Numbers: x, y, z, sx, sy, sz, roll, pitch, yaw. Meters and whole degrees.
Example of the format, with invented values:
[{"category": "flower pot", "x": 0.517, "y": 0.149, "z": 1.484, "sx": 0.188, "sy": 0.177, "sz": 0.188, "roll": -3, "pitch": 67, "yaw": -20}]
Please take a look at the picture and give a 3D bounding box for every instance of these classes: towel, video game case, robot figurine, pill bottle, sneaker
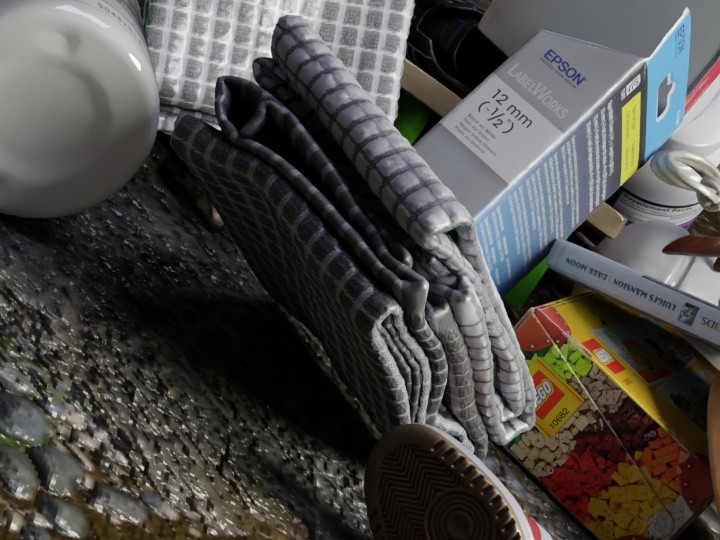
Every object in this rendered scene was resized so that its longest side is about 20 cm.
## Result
[{"category": "towel", "x": -0.049, "y": -0.169, "z": 0.947, "sx": 0.165, "sy": 0.200, "sz": 0.086, "roll": 9, "pitch": -2, "yaw": -28}, {"category": "video game case", "x": 0.236, "y": 0.046, "z": 1.018, "sx": 0.200, "sy": 0.023, "sz": 0.182, "roll": 25, "pitch": 2, "yaw": -37}, {"category": "robot figurine", "x": 0.238, "y": 0.041, "z": 1.232, "sx": 0.200, "sy": 0.113, "sz": 0.170, "roll": 38, "pitch": 1, "yaw": -5}, {"category": "pill bottle", "x": 0.221, "y": -0.076, "z": 1.319, "sx": 0.112, "sy": 0.200, "sz": 0.113, "roll": 6, "pitch": 59, "yaw": -10}, {"category": "sneaker", "x": 0.054, "y": -0.174, "z": 1.183, "sx": 0.200, "sy": 0.070, "sz": 0.078, "roll": 38, "pitch": -3, "yaw": 20}, {"category": "sneaker", "x": 0.088, "y": 0.147, "z": 0.765, "sx": 0.200, "sy": 0.071, "sz": 0.112, "roll": 52, "pitch": 25, "yaw": 12}, {"category": "pill bottle", "x": -0.166, "y": -0.121, "z": 0.841, "sx": 0.113, "sy": 0.113, "sz": 0.200, "roll": 29, "pitch": 22, "yaw": -28}, {"category": "towel", "x": 0.000, "y": 0.000, "z": 0.810, "sx": 0.166, "sy": 0.086, "sz": 0.200, "roll": 52, "pitch": -7, "yaw": 33}]

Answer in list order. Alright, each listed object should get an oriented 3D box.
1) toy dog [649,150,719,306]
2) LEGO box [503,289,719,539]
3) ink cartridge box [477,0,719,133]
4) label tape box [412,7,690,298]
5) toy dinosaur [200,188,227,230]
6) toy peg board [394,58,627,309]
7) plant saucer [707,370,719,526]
[{"category": "toy dog", "x": 0.255, "y": -0.014, "z": 1.114, "sx": 0.132, "sy": 0.096, "sz": 0.200, "roll": 45, "pitch": 31, "yaw": 22}, {"category": "LEGO box", "x": 0.166, "y": 0.089, "z": 1.037, "sx": 0.149, "sy": 0.077, "sz": 0.200, "roll": 44, "pitch": 19, "yaw": 15}, {"category": "ink cartridge box", "x": 0.210, "y": -0.192, "z": 1.144, "sx": 0.145, "sy": 0.145, "sz": 0.200, "roll": 44, "pitch": 37, "yaw": 12}, {"category": "label tape box", "x": 0.106, "y": -0.071, "z": 0.996, "sx": 0.066, "sy": 0.200, "sz": 0.143, "roll": 42, "pitch": -10, "yaw": 20}, {"category": "toy dinosaur", "x": -0.072, "y": -0.087, "z": 1.029, "sx": 0.101, "sy": 0.058, "sz": 0.200, "roll": 27, "pitch": 22, "yaw": -29}, {"category": "toy peg board", "x": 0.065, "y": -0.067, "z": 1.227, "sx": 0.200, "sy": 0.098, "sz": 0.199, "roll": 35, "pitch": 3, "yaw": -12}, {"category": "plant saucer", "x": 0.250, "y": 0.150, "z": 0.964, "sx": 0.200, "sy": 0.037, "sz": 0.200, "roll": 45, "pitch": 36, "yaw": -47}]
